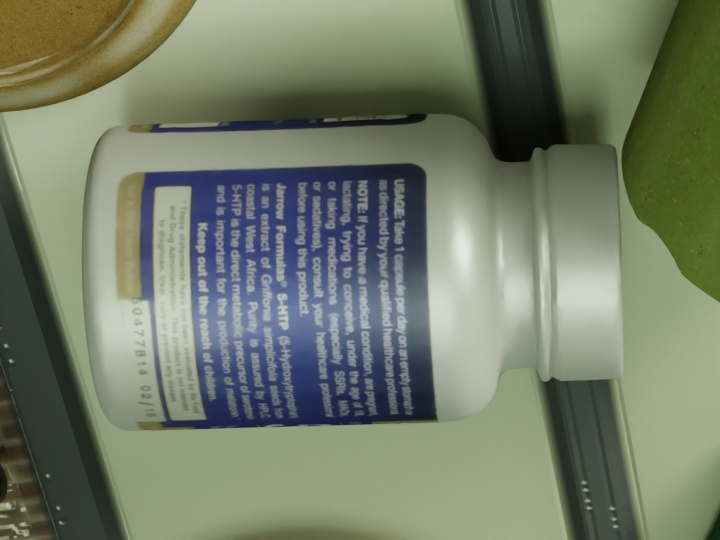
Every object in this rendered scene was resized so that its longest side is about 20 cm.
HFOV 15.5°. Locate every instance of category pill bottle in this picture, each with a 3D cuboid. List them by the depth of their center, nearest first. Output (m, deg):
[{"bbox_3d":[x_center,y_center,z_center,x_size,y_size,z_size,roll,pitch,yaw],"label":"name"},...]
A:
[{"bbox_3d":[0.000,0.000,1.016,0.199,0.120,0.120,-2,121,5],"label":"pill bottle"}]

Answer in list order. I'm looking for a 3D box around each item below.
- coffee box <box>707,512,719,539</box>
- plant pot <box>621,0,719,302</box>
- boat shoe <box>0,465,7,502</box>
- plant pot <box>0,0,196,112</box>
[{"bbox_3d":[0.199,0.161,1.149,0.123,0.044,0.201,17,121,-7],"label":"coffee box"},{"bbox_3d":[0.187,-0.081,0.937,0.199,0.200,0.190,21,133,-9],"label":"plant pot"},{"bbox_3d":[-0.210,0.030,1.078,0.060,0.072,0.202,-18,126,9],"label":"boat shoe"},{"bbox_3d":[-0.150,-0.143,0.992,0.199,0.028,0.201,1,122,2],"label":"plant pot"}]
